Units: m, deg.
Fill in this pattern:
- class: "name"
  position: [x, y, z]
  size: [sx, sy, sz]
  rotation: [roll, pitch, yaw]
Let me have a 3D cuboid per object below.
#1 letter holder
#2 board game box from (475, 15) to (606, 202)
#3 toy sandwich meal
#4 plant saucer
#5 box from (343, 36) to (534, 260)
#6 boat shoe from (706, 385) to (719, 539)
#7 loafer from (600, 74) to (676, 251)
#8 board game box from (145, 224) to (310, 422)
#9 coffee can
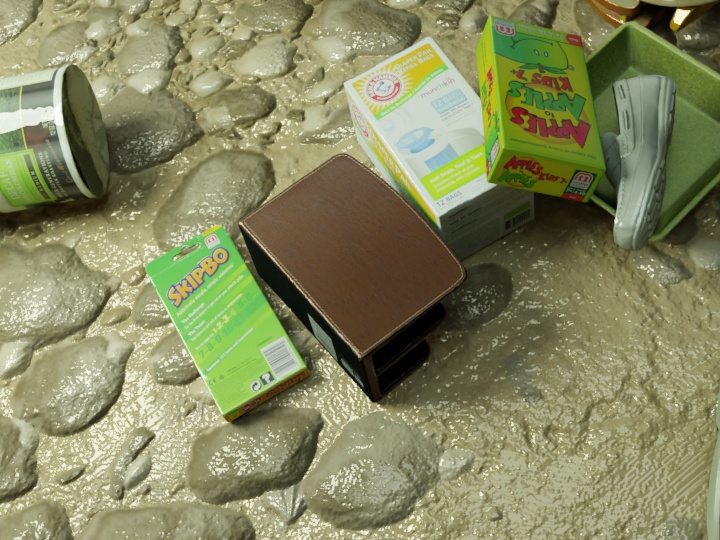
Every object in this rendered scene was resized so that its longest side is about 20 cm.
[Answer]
- class: "letter holder"
  position: [0.000, 0.000, 1.104]
  size: [0.142, 0.101, 0.200]
  rotation: [-37, 62, -13]
- class: "board game box"
  position: [0.172, -0.161, 1.093]
  size: [0.101, 0.048, 0.201]
  rotation: [11, 47, -10]
- class: "toy sandwich meal"
  position: [0.345, -0.344, 1.253]
  size: [0.204, 0.070, 0.206]
  rotation: [-3, 57, 5]
- class: "plant saucer"
  position: [0.289, -0.137, 1.156]
  size: [0.200, 0.048, 0.200]
  rotation: [-43, 63, -13]
- class: "box"
  position: [0.080, -0.124, 1.155]
  size: [0.112, 0.102, 0.201]
  rotation: [-28, 60, -7]
- class: "boat shoe"
  position: [0.338, 0.160, 0.974]
  size: [0.062, 0.071, 0.201]
  rotation: [11, 60, 13]
- class: "loafer"
  position: [0.260, -0.105, 1.081]
  size: [0.069, 0.070, 0.201]
  rotation: [5, 55, 19]
- class: "board game box"
  position: [-0.139, 0.049, 1.143]
  size: [0.095, 0.030, 0.201]
  rotation: [-29, 63, -7]
- class: "coffee can"
  position: [-0.392, -0.135, 1.221]
  size: [0.199, 0.147, 0.147]
  rotation: [-10, 60, 4]
